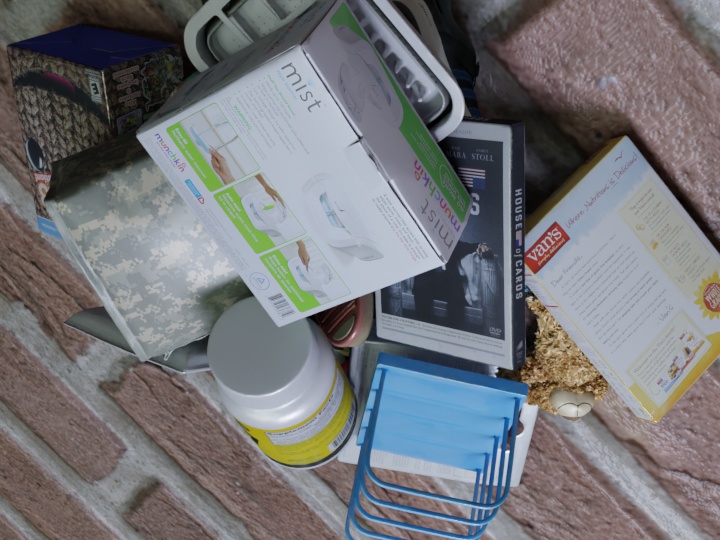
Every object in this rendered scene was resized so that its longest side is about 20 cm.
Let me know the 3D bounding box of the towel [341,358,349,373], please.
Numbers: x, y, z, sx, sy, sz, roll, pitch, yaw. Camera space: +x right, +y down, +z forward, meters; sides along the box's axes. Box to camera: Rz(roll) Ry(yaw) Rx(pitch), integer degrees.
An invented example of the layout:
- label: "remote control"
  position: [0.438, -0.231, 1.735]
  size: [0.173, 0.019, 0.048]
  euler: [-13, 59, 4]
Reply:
- label: "towel"
  position: [0.082, 0.110, 1.218]
  size: [0.145, 0.023, 0.200]
  euler: [48, 124, -8]

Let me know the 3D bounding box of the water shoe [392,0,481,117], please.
- label: "water shoe"
  position: [0.081, -0.153, 0.993]
  size: [0.071, 0.079, 0.201]
  euler: [8, 129, 44]

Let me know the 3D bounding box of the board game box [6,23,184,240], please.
- label: "board game box"
  position: [-0.254, -0.128, 1.160]
  size: [0.158, 0.096, 0.202]
  euler: [18, 123, 37]

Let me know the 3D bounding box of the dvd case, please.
- label: "dvd case"
  position: [0.072, -0.029, 0.972]
  size: [0.149, 0.025, 0.202]
  euler: [11, 111, 41]

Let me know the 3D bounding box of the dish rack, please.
- label: "dish rack"
  position: [-0.026, -0.165, 0.929]
  size: [0.171, 0.044, 0.200]
  euler: [-33, 107, 34]

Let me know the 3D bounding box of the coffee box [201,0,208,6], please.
- label: "coffee box"
  position: [-0.059, -0.176, 1.039]
  size: [0.079, 0.113, 0.202]
  euler: [4, 124, 28]

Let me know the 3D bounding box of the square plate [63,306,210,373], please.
- label: "square plate"
  position: [-0.173, 0.058, 1.213]
  size: [0.197, 0.199, 0.029]
  euler: [17, 104, 39]

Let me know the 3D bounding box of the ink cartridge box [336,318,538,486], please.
- label: "ink cartridge box"
  position: [0.081, 0.139, 1.207]
  size: [0.198, 0.047, 0.162]
  euler: [8, 120, 0]

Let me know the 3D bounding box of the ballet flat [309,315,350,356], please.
- label: "ballet flat"
  position: [-0.037, 0.047, 1.191]
  size: [0.066, 0.057, 0.200]
  euler: [-14, 148, 14]

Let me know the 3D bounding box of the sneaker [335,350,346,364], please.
- label: "sneaker"
  position: [-0.031, 0.148, 1.292]
  size: [0.200, 0.080, 0.077]
  euler: [45, 134, -8]

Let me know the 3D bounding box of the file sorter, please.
- label: "file sorter"
  position: [0.064, 0.186, 1.092]
  size: [0.137, 0.124, 0.201]
  euler: [11, 149, 0]

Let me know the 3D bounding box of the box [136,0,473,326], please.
- label: "box"
  position: [-0.041, -0.078, 0.906]
  size: [0.175, 0.097, 0.201]
  euler: [-22, 114, 33]

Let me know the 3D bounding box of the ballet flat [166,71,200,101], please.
- label: "ballet flat"
  position: [-0.115, -0.119, 1.141]
  size: [0.070, 0.066, 0.200]
  euler: [5, 146, 33]

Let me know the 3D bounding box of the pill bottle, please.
- label: "pill bottle"
  position: [-0.071, 0.105, 1.084]
  size: [0.113, 0.115, 0.200]
  euler: [18, 159, 18]

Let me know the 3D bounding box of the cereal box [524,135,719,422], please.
- label: "cereal box"
  position: [0.231, 0.007, 0.989]
  size: [0.200, 0.144, 0.039]
  euler: [49, 169, -10]

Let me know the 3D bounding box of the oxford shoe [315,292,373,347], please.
- label: "oxford shoe"
  position: [0.000, 0.000, 1.089]
  size: [0.074, 0.201, 0.070]
  euler: [31, 125, -28]

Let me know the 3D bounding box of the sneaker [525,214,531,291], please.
- label: "sneaker"
  position: [0.100, -0.036, 1.080]
  size: [0.200, 0.129, 0.080]
  euler: [51, 135, 41]

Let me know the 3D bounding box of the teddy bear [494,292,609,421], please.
- label: "teddy bear"
  position: [0.198, 0.071, 1.071]
  size: [0.067, 0.144, 0.201]
  euler: [54, 140, 38]

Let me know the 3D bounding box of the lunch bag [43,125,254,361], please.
- label: "lunch bag"
  position: [-0.167, -0.028, 1.059]
  size: [0.163, 0.118, 0.201]
  euler: [-22, 117, 1]
